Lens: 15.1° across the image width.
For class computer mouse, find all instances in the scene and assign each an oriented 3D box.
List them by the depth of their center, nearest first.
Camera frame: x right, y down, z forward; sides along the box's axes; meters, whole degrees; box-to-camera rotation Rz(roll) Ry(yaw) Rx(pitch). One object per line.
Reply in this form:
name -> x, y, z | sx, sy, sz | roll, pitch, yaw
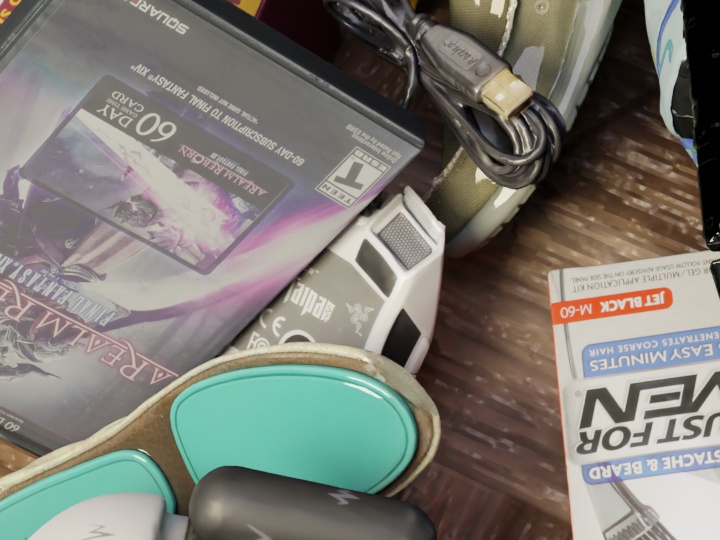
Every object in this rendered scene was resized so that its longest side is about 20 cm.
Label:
computer mouse -> 0.000, 0.000, 0.985 | 0.110, 0.044, 0.200 | 34, 110, 29

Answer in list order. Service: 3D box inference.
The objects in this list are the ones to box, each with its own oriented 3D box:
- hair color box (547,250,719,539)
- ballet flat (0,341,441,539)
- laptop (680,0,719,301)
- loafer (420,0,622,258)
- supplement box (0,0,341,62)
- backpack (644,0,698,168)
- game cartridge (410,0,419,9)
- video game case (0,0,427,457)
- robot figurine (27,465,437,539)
hair color box -> 0.129, 0.093, 0.931 | 0.111, 0.064, 0.200 | -8, 65, 9
ballet flat -> -0.053, 0.063, 0.959 | 0.200, 0.062, 0.068 | -19, 100, 29
laptop -> 0.205, -0.026, 0.869 | 0.177, 0.103, 0.200 | -13, 58, 18
loafer -> 0.061, -0.102, 1.005 | 0.070, 0.075, 0.200 | 24, 94, 1
supplement box -> -0.123, -0.087, 1.065 | 0.200, 0.086, 0.111 | 15, 69, 19
backpack -> 0.201, -0.091, 0.960 | 0.200, 0.163, 0.154 | -25, 53, 9
game cartridge -> 0.035, -0.220, 1.043 | 0.032, 0.176, 0.200 | 13, 67, -6
video game case -> -0.094, -0.017, 0.949 | 0.200, 0.143, 0.019 | -45, 31, 27
robot figurine -> -0.030, 0.147, 0.892 | 0.200, 0.125, 0.151 | 16, 80, -3
